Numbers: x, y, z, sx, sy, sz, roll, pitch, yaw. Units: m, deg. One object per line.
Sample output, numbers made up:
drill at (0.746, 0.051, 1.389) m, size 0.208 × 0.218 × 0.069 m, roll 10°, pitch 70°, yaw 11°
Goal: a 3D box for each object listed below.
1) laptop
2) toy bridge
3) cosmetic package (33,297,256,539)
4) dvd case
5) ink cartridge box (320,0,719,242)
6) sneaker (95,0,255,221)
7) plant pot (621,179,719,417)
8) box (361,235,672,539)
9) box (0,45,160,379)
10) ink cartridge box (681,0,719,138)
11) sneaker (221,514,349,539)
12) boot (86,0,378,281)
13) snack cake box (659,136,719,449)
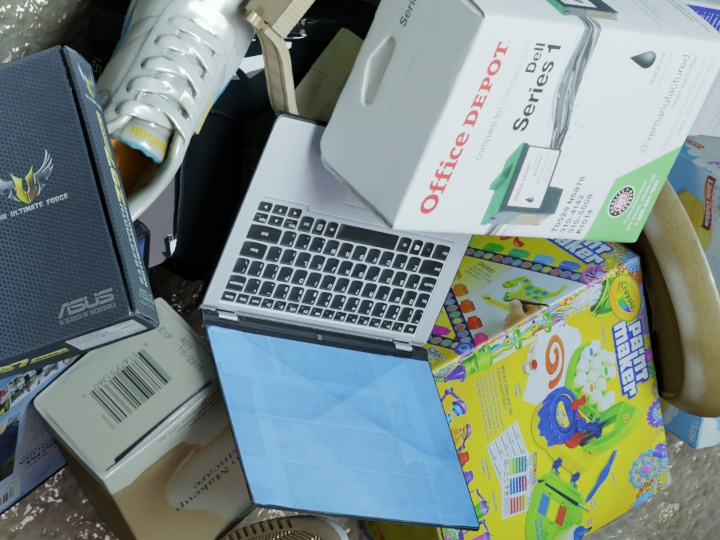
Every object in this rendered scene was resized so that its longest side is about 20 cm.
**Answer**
laptop at (0.011, 0.033, 1.525) m, size 0.187 × 0.116 × 0.200 m, roll 11°, pitch 107°, yaw -43°
toy bridge at (-0.019, -0.109, 1.517) m, size 0.067 × 0.027 × 0.200 m, roll -52°, pitch 147°, yaw 1°
cosmetic package at (-0.123, 0.109, 1.590) m, size 0.105 × 0.071 × 0.200 m, roll -41°, pitch 157°, yaw -10°
dvd case at (-0.185, 0.066, 1.531) m, size 0.143 × 0.018 × 0.200 m, roll -38°, pitch 157°, yaw -28°
ink cartridge box at (0.095, -0.098, 1.501) m, size 0.200 × 0.084 × 0.146 m, roll 1°, pitch 123°, yaw -40°
sneaker at (-0.113, -0.099, 1.458) m, size 0.076 × 0.081 × 0.200 m, roll 30°, pitch 95°, yaw -23°
plant pot at (0.196, 0.009, 1.743) m, size 0.027 × 0.200 × 0.200 m, roll -20°, pitch 125°, yaw -10°
box at (0.093, 0.089, 1.756) m, size 0.192 × 0.122 × 0.200 m, roll -27°, pitch 126°, yaw -22°
box at (-0.224, -0.016, 1.398) m, size 0.200 × 0.158 × 0.051 m, roll -18°, pitch 166°, yaw 8°
ink cartridge box at (0.190, -0.137, 1.656) m, size 0.200 × 0.037 × 0.095 m, roll 3°, pitch 118°, yaw -48°
sneaker at (-0.064, 0.215, 1.697) m, size 0.200 × 0.071 × 0.112 m, roll -34°, pitch 163°, yaw 28°
boot at (-0.080, -0.083, 1.566) m, size 0.200 × 0.076 × 0.168 m, roll -5°, pitch 113°, yaw -27°
snack cake box at (0.245, 0.012, 1.830) m, size 0.067 × 0.115 × 0.200 m, roll -7°, pitch 117°, yaw -33°
